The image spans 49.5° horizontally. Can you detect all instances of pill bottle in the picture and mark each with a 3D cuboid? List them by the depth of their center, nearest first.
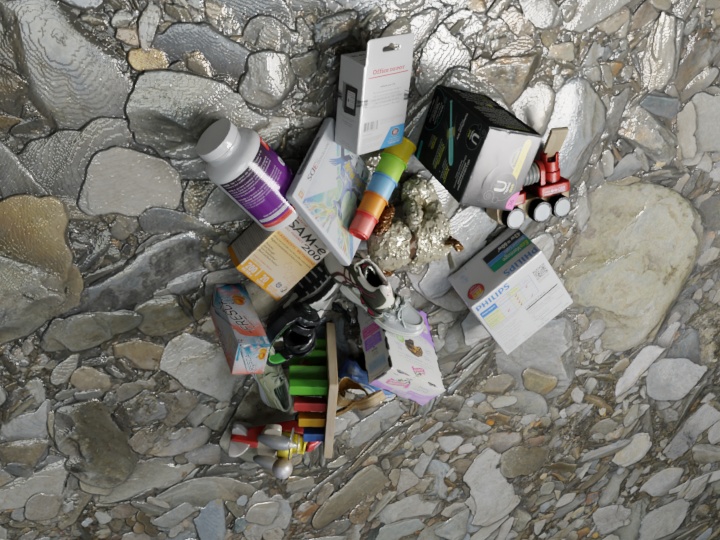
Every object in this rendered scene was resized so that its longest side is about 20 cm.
[{"bbox_3d":[-0.187,-0.166,1.346,0.112,0.113,0.200,-41,130,5],"label":"pill bottle"}]

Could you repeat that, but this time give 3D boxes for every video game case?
[{"bbox_3d":[-0.041,-0.142,1.423,0.200,0.022,0.184,51,53,-41],"label":"video game case"}]

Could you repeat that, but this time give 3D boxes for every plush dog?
[{"bbox_3d":[0.091,-0.057,1.524,0.169,0.161,0.202,-17,129,-19],"label":"plush dog"}]

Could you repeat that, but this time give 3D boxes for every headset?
[{"bbox_3d":[-0.104,0.118,1.493,0.199,0.094,0.124,-34,152,-35],"label":"headset"}]

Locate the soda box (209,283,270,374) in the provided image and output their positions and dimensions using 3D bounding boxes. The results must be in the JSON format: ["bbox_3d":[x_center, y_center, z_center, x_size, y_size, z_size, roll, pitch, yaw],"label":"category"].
[{"bbox_3d":[-0.227,0.106,1.454,0.063,0.200,0.069,3,120,-27],"label":"soda box"}]

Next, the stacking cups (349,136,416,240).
[{"bbox_3d":[0.041,-0.150,1.446,0.060,0.060,0.202,32,75,-38],"label":"stacking cups"}]

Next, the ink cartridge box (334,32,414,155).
[{"bbox_3d":[0.024,-0.316,1.359,0.115,0.066,0.203,-21,131,-36],"label":"ink cartridge box"}]

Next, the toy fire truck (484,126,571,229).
[{"bbox_3d":[0.350,-0.199,1.597,0.173,0.129,0.203,-13,115,-17],"label":"toy fire truck"}]

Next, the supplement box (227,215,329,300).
[{"bbox_3d":[-0.134,-0.057,1.472,0.200,0.074,0.126,-43,130,6],"label":"supplement box"}]

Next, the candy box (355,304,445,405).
[{"bbox_3d":[0.082,0.161,1.640,0.167,0.202,0.071,28,128,-37],"label":"candy box"}]

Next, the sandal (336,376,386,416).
[{"bbox_3d":[-0.014,0.251,1.617,0.077,0.211,0.070,-24,87,-27],"label":"sandal"}]

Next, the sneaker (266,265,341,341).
[{"bbox_3d":[-0.103,0.069,1.588,0.200,0.074,0.080,-44,144,13],"label":"sneaker"}]

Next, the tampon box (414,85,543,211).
[{"bbox_3d":[0.212,-0.227,1.445,0.125,0.201,0.152,4,121,-28],"label":"tampon box"}]

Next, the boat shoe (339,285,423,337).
[{"bbox_3d":[0.046,0.058,1.574,0.074,0.201,0.065,-42,166,-44],"label":"boat shoe"}]

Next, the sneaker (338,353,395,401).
[{"bbox_3d":[0.027,0.234,1.744,0.199,0.078,0.090,21,97,-50],"label":"sneaker"}]

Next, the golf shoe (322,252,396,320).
[{"bbox_3d":[0.000,0.000,1.497,0.077,0.200,0.089,-31,147,-26],"label":"golf shoe"}]

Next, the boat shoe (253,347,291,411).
[{"bbox_3d":[-0.184,0.217,1.630,0.072,0.061,0.202,-50,145,-32],"label":"boat shoe"}]

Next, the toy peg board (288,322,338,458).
[{"bbox_3d":[-0.104,0.247,1.630,0.096,0.201,0.202,2,124,-6],"label":"toy peg board"}]

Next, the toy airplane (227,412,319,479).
[{"bbox_3d":[-0.191,0.383,1.696,0.197,0.143,0.199,-27,153,25],"label":"toy airplane"}]

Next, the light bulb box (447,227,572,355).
[{"bbox_3d":[0.334,0.043,1.739,0.198,0.125,0.200,-39,129,4],"label":"light bulb box"}]
